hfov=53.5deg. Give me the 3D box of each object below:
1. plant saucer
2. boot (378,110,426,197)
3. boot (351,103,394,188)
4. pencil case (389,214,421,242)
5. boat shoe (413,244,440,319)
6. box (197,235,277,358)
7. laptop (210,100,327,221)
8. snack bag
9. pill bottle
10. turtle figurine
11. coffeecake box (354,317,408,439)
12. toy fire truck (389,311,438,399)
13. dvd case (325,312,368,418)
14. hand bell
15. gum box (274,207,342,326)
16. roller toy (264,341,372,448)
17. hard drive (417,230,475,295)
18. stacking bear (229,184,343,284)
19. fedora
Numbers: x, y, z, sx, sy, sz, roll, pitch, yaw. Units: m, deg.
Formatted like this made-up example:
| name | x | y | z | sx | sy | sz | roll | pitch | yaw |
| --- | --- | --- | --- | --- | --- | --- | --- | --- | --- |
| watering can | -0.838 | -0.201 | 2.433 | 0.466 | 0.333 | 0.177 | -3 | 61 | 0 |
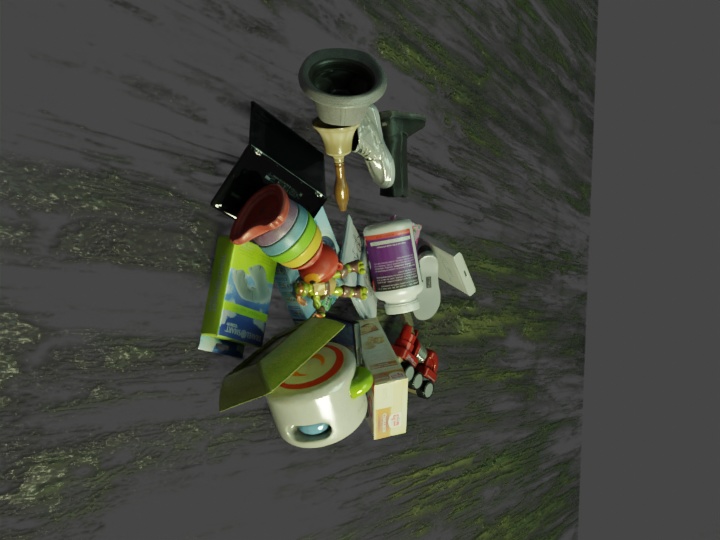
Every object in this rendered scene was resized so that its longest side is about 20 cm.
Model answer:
| name | x | y | z | sx | sy | sz | roll | pitch | yaw |
| --- | --- | --- | --- | --- | --- | --- | --- | --- | --- |
| plant saucer | -0.149 | 0.153 | 1.243 | 0.200 | 0.200 | 0.048 | -39 | 97 | -39 |
| boot | 0.104 | -0.275 | 1.724 | 0.165 | 0.065 | 0.201 | -7 | 94 | -48 |
| boot | 0.010 | -0.270 | 1.592 | 0.095 | 0.073 | 0.201 | -31 | 108 | -46 |
| pencil case | 0.089 | -0.027 | 1.699 | 0.087 | 0.087 | 0.201 | 29 | 67 | -53 |
| boat shoe | 0.161 | 0.030 | 1.748 | 0.057 | 0.068 | 0.201 | -99 | -172 | -55 |
| box | -0.215 | 0.050 | 1.266 | 0.122 | 0.048 | 0.201 | 26 | 69 | -54 |
| laptop | -0.165 | -0.172 | 1.325 | 0.187 | 0.116 | 0.200 | 33 | 91 | -34 |
| snack bag | 0.000 | 0.000 | 1.559 | 0.189 | 0.021 | 0.200 | -82 | 154 | -43 |
| pill bottle | 0.076 | -0.009 | 1.579 | 0.112 | 0.112 | 0.201 | -17 | 98 | -55 |
| turtle figurine | -0.066 | 0.038 | 1.388 | 0.161 | 0.064 | 0.201 | -7 | 81 | -33 |
| coffeecake box | 0.031 | 0.221 | 1.485 | 0.073 | 0.200 | 0.154 | -10 | 126 | -14 |
| toy fire truck | 0.121 | 0.185 | 1.739 | 0.176 | 0.128 | 0.201 | 44 | 65 | -49 |
| dvd case | -0.035 | 0.191 | 1.464 | 0.017 | 0.142 | 0.201 | -12 | 102 | -31 |
| hand bell | -0.045 | -0.220 | 1.507 | 0.104 | 0.104 | 0.201 | -42 | 138 | -48 |
| gum box | -0.104 | -0.010 | 1.435 | 0.170 | 0.044 | 0.201 | -53 | 132 | -42 |
| roller toy | -0.084 | 0.236 | 1.351 | 0.182 | 0.200 | 0.140 | -28 | 119 | -25 |
| hard drive | 0.194 | -0.026 | 1.763 | 0.026 | 0.200 | 0.132 | -38 | 127 | -14 |
| stacking bear | -0.115 | -0.048 | 1.264 | 0.200 | 0.121 | 0.114 | 45 | 36 | -36 |
| fedora | -0.037 | -0.358 | 1.440 | 0.091 | 0.176 | 0.200 | 96 | -13 | -44 |
